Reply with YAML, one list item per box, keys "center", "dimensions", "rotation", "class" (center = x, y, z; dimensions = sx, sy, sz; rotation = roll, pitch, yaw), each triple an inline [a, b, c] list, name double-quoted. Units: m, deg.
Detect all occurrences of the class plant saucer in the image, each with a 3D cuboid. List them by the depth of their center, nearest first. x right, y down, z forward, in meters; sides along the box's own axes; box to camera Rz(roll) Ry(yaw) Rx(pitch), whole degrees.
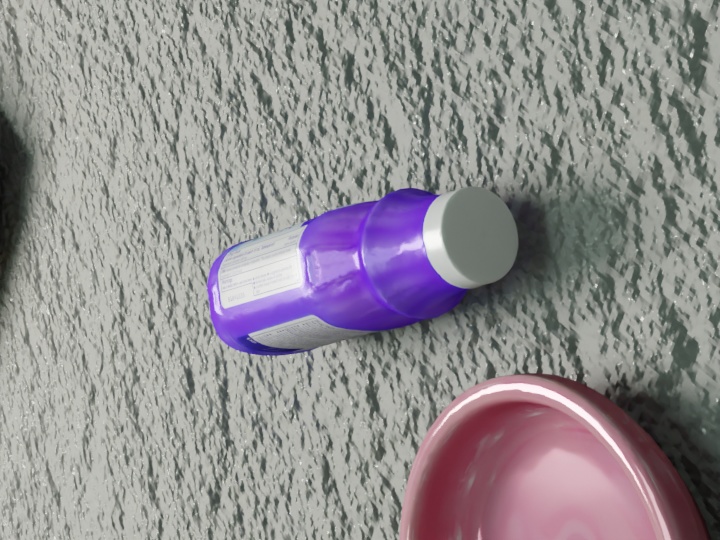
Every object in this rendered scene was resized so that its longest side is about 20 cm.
- center: [0.094, 0.146, 0.791]
  dimensions: [0.200, 0.051, 0.201]
  rotation: [7, 99, 55]
  class: "plant saucer"

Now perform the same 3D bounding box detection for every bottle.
- center: [0.000, 0.000, 0.883]
  dimensions: [0.200, 0.083, 0.065]
  rotation: [-17, 78, 55]
  class: "bottle"
